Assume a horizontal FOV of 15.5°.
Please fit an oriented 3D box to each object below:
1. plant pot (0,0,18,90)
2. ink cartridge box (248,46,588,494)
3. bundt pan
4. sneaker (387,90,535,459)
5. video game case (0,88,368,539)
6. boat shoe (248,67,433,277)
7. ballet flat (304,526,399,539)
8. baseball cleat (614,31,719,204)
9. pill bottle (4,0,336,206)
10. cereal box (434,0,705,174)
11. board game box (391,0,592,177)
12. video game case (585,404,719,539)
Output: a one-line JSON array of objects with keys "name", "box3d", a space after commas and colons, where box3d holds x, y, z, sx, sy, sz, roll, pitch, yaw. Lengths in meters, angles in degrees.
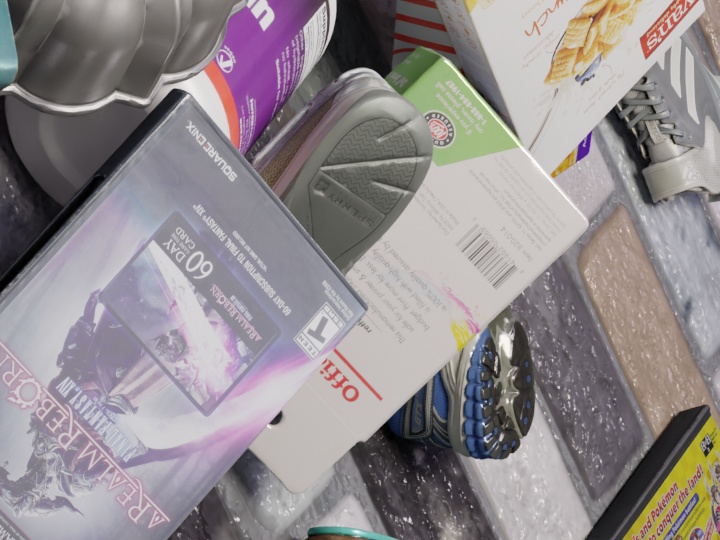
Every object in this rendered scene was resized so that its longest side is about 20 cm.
[{"name": "plant pot", "box3d": [-0.261, -0.124, 1.010, 0.199, 0.141, 0.142, 1, 74, -46]}, {"name": "ink cartridge box", "box3d": [0.000, 0.000, 1.310, 0.117, 0.200, 0.067, 47, 0, -15]}, {"name": "bundt pan", "box3d": [-0.124, -0.174, 1.140, 0.200, 0.076, 0.203, 10, 65, -23]}, {"name": "sneaker", "box3d": [0.036, 0.000, 1.402, 0.077, 0.085, 0.202, -6, 95, -60]}, {"name": "video game case", "box3d": [-0.102, 0.041, 1.162, 0.200, 0.019, 0.143, -49, 120, -15]}, {"name": "boat shoe", "box3d": [-0.048, -0.008, 1.239, 0.074, 0.202, 0.065, 35, 7, -28]}, {"name": "ballet flat", "box3d": [0.040, 0.175, 1.368, 0.199, 0.068, 0.069, 11, 75, -42]}, {"name": "baseball cleat", "box3d": [0.191, -0.109, 1.706, 0.200, 0.069, 0.107, 33, 49, -42]}, {"name": "pill bottle", "box3d": [-0.082, -0.112, 1.275, 0.113, 0.112, 0.200, 58, 36, -20]}, {"name": "cereal box", "box3d": [0.110, -0.154, 1.399, 0.144, 0.039, 0.200, -46, 147, -10]}, {"name": "board game box", "box3d": [0.079, -0.114, 1.508, 0.200, 0.046, 0.153, -33, 133, -55]}, {"name": "video game case", "box3d": [0.208, 0.207, 1.623, 0.200, 0.025, 0.182, -43, 111, -53]}]
